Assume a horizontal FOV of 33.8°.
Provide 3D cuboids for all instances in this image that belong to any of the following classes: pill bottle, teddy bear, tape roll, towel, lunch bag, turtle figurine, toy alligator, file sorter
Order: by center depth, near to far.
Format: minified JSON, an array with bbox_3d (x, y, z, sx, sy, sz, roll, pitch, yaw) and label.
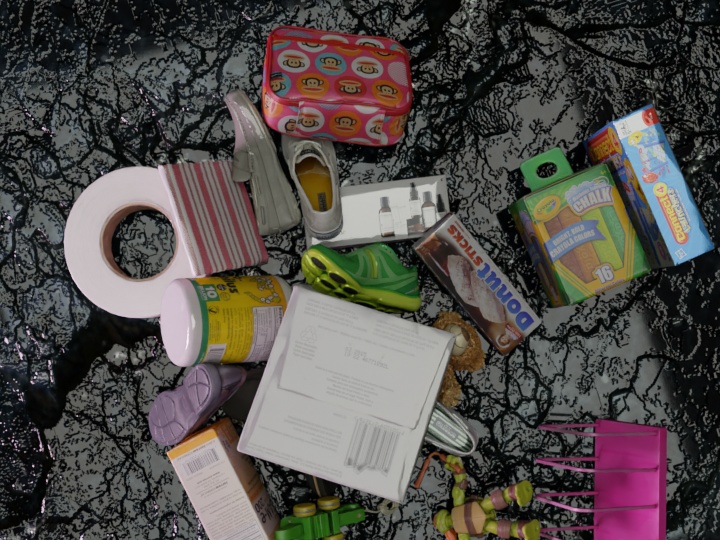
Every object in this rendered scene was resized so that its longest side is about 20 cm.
[{"bbox_3d":[-0.191,-0.069,1.540,0.030,0.200,0.147,-19,88,22],"label":"towel"},{"bbox_3d":[-0.150,0.063,1.546,0.199,0.113,0.114,-2,87,-29],"label":"pill bottle"},{"bbox_3d":[0.305,0.301,1.546,0.125,0.139,0.202,2,87,-24],"label":"file sorter"},{"bbox_3d":[0.075,0.120,1.569,0.198,0.067,0.146,-10,50,-10],"label":"teddy bear"},{"bbox_3d":[0.158,0.338,1.579,0.160,0.064,0.202,-13,72,34],"label":"turtle figurine"},{"bbox_3d":[-0.041,0.330,1.579,0.199,0.054,0.060,-7,92,-38],"label":"toy alligator"},{"bbox_3d":[-0.032,-0.255,1.582,0.198,0.082,0.177,5,49,-9],"label":"lunch bag"},{"bbox_3d":[-0.291,-0.036,1.593,0.201,0.071,0.204,0,87,-2],"label":"tape roll"}]

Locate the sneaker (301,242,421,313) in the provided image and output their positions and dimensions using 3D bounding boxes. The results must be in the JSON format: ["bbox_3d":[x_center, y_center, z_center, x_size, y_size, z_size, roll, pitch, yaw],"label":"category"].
[{"bbox_3d":[0.000,0.000,1.576,0.199,0.074,0.084,22,65,-39],"label":"sneaker"}]

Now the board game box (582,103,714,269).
[{"bbox_3d":[0.372,-0.103,1.553,0.056,0.200,0.197,-23,88,-1],"label":"board game box"}]

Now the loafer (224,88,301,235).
[{"bbox_3d":[-0.141,-0.141,1.575,0.069,0.070,0.201,-23,105,-6],"label":"loafer"}]

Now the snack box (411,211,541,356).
[{"bbox_3d":[0.158,0.019,1.603,0.072,0.024,0.200,-42,105,-4],"label":"snack box"}]

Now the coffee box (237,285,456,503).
[{"bbox_3d":[-0.011,0.150,1.421,0.198,0.198,0.201,18,83,5],"label":"coffee box"}]

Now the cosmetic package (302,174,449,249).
[{"bbox_3d":[0.021,-0.078,1.615,0.198,0.051,0.083,-7,87,-2],"label":"cosmetic package"}]

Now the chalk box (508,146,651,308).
[{"bbox_3d":[0.281,-0.065,1.585,0.124,0.124,0.201,-24,89,-3],"label":"chalk box"}]

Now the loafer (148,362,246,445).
[{"bbox_3d":[-0.213,0.175,1.546,0.063,0.200,0.072,-7,68,-37],"label":"loafer"}]

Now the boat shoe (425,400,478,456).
[{"bbox_3d":[0.075,0.183,1.597,0.199,0.067,0.074,28,87,0],"label":"boat shoe"}]

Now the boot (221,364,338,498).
[{"bbox_3d":[-0.112,0.214,1.600,0.137,0.077,0.201,-8,104,22],"label":"boot"}]

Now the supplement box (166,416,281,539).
[{"bbox_3d":[-0.167,0.302,1.553,0.073,0.126,0.201,-27,89,2],"label":"supplement box"}]

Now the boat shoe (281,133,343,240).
[{"bbox_3d":[-0.065,-0.140,1.568,0.070,0.070,0.201,-9,59,-3],"label":"boat shoe"}]
